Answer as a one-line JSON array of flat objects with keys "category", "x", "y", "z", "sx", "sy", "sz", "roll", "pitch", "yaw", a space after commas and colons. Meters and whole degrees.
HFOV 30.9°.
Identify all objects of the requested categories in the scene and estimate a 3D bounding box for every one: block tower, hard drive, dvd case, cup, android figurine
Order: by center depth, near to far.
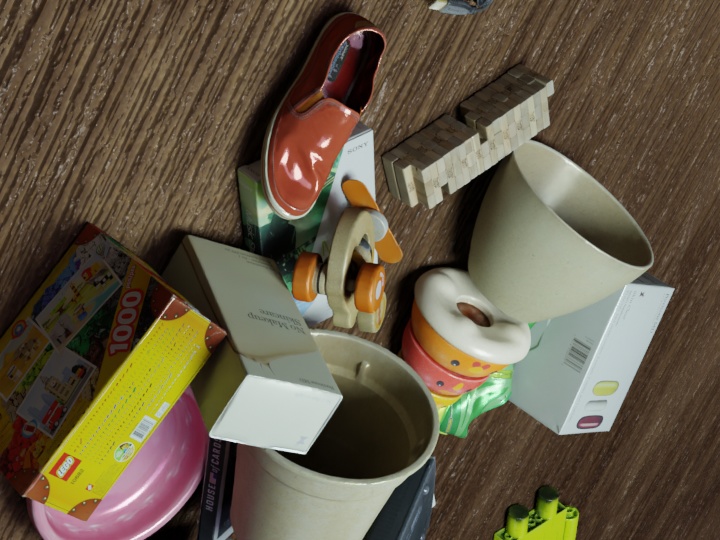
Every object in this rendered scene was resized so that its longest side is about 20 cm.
[{"category": "dvd case", "x": -0.111, "y": 0.172, "z": 1.342, "sx": 0.150, "sy": 0.025, "sz": 0.200, "roll": -36, "pitch": 141, "yaw": -55}, {"category": "block tower", "x": 0.118, "y": -0.140, "z": 1.371, "sx": 0.200, "sy": 0.054, "sz": 0.058, "roll": -36, "pitch": 138, "yaw": -21}, {"category": "hard drive", "x": 0.039, "y": 0.282, "z": 1.385, "sx": 0.200, "sy": 0.042, "sz": 0.135, "roll": 88, "pitch": 25, "yaw": -60}, {"category": "cup", "x": 0.201, "y": -0.027, "z": 1.443, "sx": 0.200, "sy": 0.200, "sz": 0.143, "roll": 9, "pitch": 130, "yaw": -48}, {"category": "android figurine", "x": 0.245, "y": 0.411, "z": 1.895, "sx": 0.182, "sy": 0.041, "sz": 0.200, "roll": -22, "pitch": 129, "yaw": -34}]

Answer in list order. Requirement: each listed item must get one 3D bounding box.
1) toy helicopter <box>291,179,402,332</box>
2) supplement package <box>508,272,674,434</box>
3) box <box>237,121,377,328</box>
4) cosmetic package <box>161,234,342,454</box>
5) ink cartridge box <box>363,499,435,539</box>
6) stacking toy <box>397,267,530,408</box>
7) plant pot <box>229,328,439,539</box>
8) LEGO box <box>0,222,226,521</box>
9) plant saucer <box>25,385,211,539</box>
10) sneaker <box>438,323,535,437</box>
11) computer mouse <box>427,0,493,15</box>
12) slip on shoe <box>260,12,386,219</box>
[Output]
[{"category": "toy helicopter", "x": 0.000, "y": 0.000, "z": 1.282, "sx": 0.200, "sy": 0.079, "sz": 0.133, "roll": 69, "pitch": 33, "yaw": -64}, {"category": "supplement package", "x": 0.255, "y": 0.074, "z": 1.577, "sx": 0.111, "sy": 0.156, "sz": 0.200, "roll": 3, "pitch": 113, "yaw": -47}, {"category": "box", "x": -0.048, "y": -0.036, "z": 1.291, "sx": 0.144, "sy": 0.036, "sz": 0.200, "roll": -28, "pitch": 132, "yaw": -30}, {"category": "cosmetic package", "x": -0.104, "y": 0.063, "z": 1.155, "sx": 0.103, "sy": 0.200, "sz": 0.073, "roll": 16, "pitch": 118, "yaw": -36}, {"category": "ink cartridge box", "x": 0.002, "y": 0.242, "z": 1.474, "sx": 0.145, "sy": 0.087, "sz": 0.200, "roll": -38, "pitch": 146, "yaw": -19}, {"category": "stacking toy", "x": 0.089, "y": 0.110, "z": 1.482, "sx": 0.146, "sy": 0.146, "sz": 0.200, "roll": -4, "pitch": 135, "yaw": -44}, {"category": "plant pot", "x": -0.045, "y": 0.190, "z": 1.259, "sx": 0.200, "sy": 0.200, "sz": 0.184, "roll": -17, "pitch": 139, "yaw": -37}, {"category": "LEGO box", "x": -0.231, "y": 0.083, "z": 1.099, "sx": 0.200, "sy": 0.149, "sz": 0.077, "roll": -54, "pitch": 138, "yaw": -3}, {"category": "plant saucer", "x": -0.233, "y": 0.177, "z": 1.241, "sx": 0.200, "sy": 0.051, "sz": 0.201, "roll": -26, "pitch": 132, "yaw": -32}, {"category": "sneaker", "x": 0.151, "y": 0.113, "z": 1.554, "sx": 0.083, "sy": 0.074, "sz": 0.200, "roll": 34, "pitch": 100, "yaw": -24}, {"category": "computer mouse", "x": 0.080, "y": -0.316, "z": 1.224, "sx": 0.200, "sy": 0.046, "sz": 0.141, "roll": -1, "pitch": 122, "yaw": -50}, {"category": "slip on shoe", "x": -0.033, "y": -0.141, "z": 1.185, "sx": 0.074, "sy": 0.061, "sz": 0.200, "roll": 25, "pitch": 87, "yaw": -33}]
